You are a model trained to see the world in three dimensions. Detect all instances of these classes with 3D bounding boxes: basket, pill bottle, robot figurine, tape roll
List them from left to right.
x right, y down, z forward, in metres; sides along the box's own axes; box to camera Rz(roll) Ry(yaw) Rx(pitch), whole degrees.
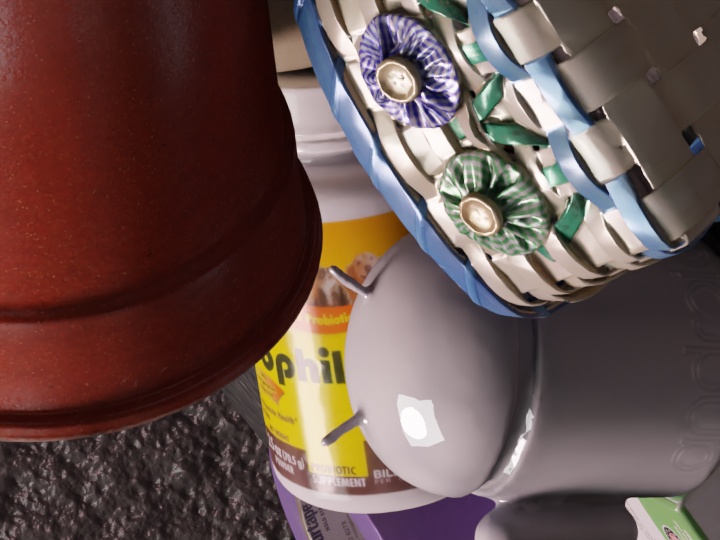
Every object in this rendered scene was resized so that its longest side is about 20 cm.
[{"bbox_3d":[0.000,0.000,0.983,0.109,0.109,0.201,33,136,59],"label":"pill bottle"},{"bbox_3d":[0.029,0.166,1.343,0.200,0.085,0.200,52,160,28],"label":"tape roll"},{"bbox_3d":[0.049,-0.076,0.742,0.177,0.139,0.200,56,161,-12],"label":"basket"},{"bbox_3d":[0.079,0.036,0.900,0.113,0.199,0.170,153,116,-67],"label":"robot figurine"}]

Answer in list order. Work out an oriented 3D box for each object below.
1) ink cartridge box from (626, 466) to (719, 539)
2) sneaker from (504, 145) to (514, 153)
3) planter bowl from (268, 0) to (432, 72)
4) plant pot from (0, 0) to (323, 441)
[{"bbox_3d":[0.174,0.118,1.086,0.145,0.084,0.200,53,169,-19],"label":"ink cartridge box"},{"bbox_3d":[0.037,-0.056,1.060,0.112,0.078,0.200,51,170,-14],"label":"sneaker"},{"bbox_3d":[-0.056,-0.161,0.908,0.200,0.135,0.200,48,170,11],"label":"planter bowl"},{"bbox_3d":[-0.111,-0.082,0.742,0.201,0.200,0.196,43,147,34],"label":"plant pot"}]
